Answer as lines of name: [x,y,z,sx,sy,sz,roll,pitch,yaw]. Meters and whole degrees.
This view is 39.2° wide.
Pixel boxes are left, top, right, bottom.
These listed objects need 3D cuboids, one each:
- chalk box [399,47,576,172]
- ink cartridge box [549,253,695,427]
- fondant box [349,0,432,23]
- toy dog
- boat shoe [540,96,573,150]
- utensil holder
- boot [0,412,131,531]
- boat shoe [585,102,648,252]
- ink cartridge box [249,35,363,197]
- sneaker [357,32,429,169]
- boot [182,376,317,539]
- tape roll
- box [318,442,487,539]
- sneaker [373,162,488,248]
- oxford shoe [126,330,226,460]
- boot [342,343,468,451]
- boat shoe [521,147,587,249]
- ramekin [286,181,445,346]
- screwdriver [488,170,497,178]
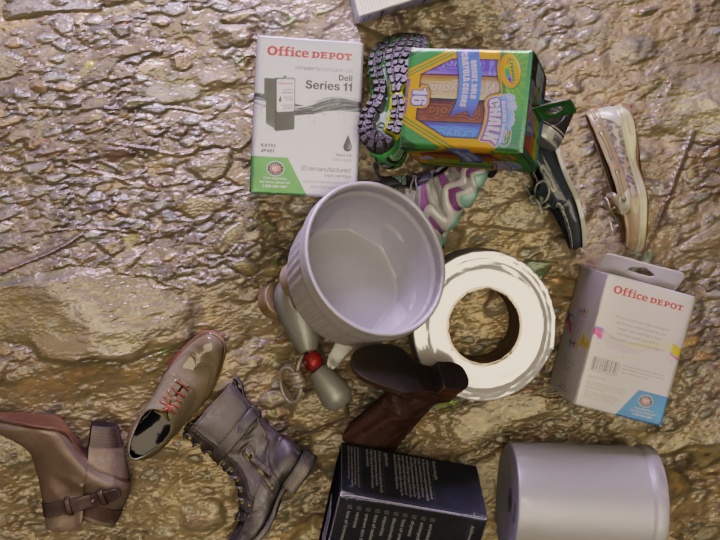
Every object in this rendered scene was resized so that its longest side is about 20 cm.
chalk box: [0.161,-0.192,1.236,0.196,0.125,0.127,6,86,20]
ink cartridge box: [0.354,0.086,1.370,0.126,0.125,0.204,15,94,-6]
fondant box: [0.068,-0.429,1.337,0.196,0.058,0.147,-17,96,-4]
toy dog: [-0.056,0.078,1.354,0.095,0.131,0.204,-22,104,-39]
boat shoe: [0.186,-0.223,1.337,0.198,0.071,0.064,27,86,20]
utensil holder: [0.293,0.317,1.367,0.196,0.170,0.174,4,95,-2]
boot: [-0.405,0.272,1.352,0.196,0.070,0.149,7,96,-5]
boat shoe: [0.351,-0.124,1.385,0.061,0.073,0.204,-8,85,2]
ink cartridge box: [-0.071,-0.200,1.331,0.143,0.083,0.205,2,94,-5]
sneaker: [0.045,-0.227,1.332,0.077,0.085,0.203,9,66,19]
boot: [-0.173,0.269,1.380,0.173,0.069,0.201,37,87,-1]
tape roll: [0.164,0.072,1.381,0.198,0.071,0.207,0,94,-5]
box: [0.047,0.359,1.345,0.193,0.124,0.203,12,112,-4]
sneaker: [0.082,-0.116,1.346,0.138,0.078,0.202,30,103,-2]
oxford shoe: [-0.244,0.173,1.353,0.070,0.075,0.202,32,91,-6]
boot: [0.018,0.178,1.318,0.184,0.200,0.065,16,49,-30]
boat shoe: [0.253,-0.120,1.370,0.061,0.075,0.203,-20,95,-4]
ramekin: [0.000,0.000,1.282,0.197,0.105,0.204,10,68,-24]
screwdriver: [0.098,-0.177,1.380,0.197,0.029,0.028,25,93,-3]
